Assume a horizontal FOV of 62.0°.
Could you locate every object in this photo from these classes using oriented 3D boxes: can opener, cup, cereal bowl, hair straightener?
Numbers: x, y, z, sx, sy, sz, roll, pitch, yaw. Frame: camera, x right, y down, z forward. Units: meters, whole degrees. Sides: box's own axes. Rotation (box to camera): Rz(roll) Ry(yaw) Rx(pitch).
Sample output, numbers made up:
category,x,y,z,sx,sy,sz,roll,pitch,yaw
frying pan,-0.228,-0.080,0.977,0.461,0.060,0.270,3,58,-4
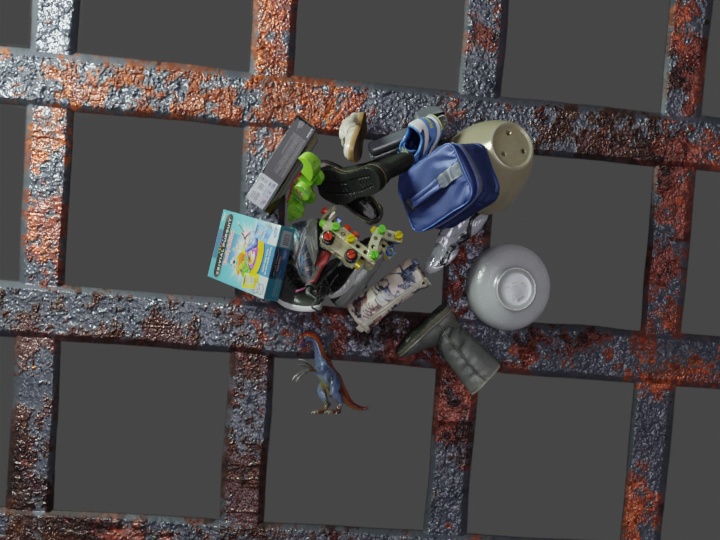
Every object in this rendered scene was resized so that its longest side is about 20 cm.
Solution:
category,x,y,z,sx,sy,sz,roll,pitch,yaw
can opener,0.105,-0.314,1.365,0.195,0.054,0.068,-21,61,-1
cup,0.295,-0.242,1.295,0.194,0.143,0.207,4,77,-16
cereal bowl,0.344,0.039,1.368,0.193,0.083,0.208,0,91,-3
hair straightener,-0.072,0.022,1.268,0.040,0.202,0.078,-19,115,20

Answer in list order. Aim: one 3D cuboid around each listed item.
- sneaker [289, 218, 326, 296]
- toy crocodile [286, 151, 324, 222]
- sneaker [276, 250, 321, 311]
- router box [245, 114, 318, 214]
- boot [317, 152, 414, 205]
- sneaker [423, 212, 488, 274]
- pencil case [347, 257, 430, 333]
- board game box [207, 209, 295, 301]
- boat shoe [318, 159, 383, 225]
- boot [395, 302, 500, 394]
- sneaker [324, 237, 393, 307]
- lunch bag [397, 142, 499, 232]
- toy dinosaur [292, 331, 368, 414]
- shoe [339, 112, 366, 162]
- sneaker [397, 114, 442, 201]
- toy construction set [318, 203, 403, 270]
category,x,y,z,sx,sy,sz,roll,pitch,yaw
sneaker,-0.123,-0.013,1.356,0.083,0.077,0.207,-1,90,15
toy crocodile,-0.126,-0.172,1.283,0.061,0.201,0.068,36,59,1
sneaker,-0.155,0.013,1.293,0.197,0.070,0.102,28,117,35
router box,-0.166,-0.221,1.292,0.051,0.157,0.203,32,91,-4
boot,0.011,-0.202,1.280,0.137,0.196,0.080,-34,118,-39
sneaker,0.190,-0.093,1.360,0.115,0.075,0.200,44,85,-3
pencil case,0.062,0.057,1.349,0.198,0.090,0.079,-37,111,-1
board game box,-0.239,-0.036,1.291,0.196,0.046,0.156,16,93,38
boat shoe,-0.027,-0.181,1.349,0.200,0.061,0.072,39,90,-4
boot,0.202,0.202,1.381,0.180,0.073,0.202,-37,100,1
sneaker,0.000,0.000,1.361,0.200,0.074,0.080,-43,133,-10
lunch bag,0.168,-0.168,1.230,0.130,0.198,0.139,-8,72,-45
toy dinosaur,-0.086,0.233,1.376,0.196,0.104,0.188,6,77,-40
shoe,-0.021,-0.287,1.289,0.051,0.202,0.072,2,122,6
sneaker,0.112,-0.241,1.315,0.073,0.081,0.205,33,124,32
toy construction set,-0.017,-0.076,1.289,0.197,0.093,0.132,31,66,16
